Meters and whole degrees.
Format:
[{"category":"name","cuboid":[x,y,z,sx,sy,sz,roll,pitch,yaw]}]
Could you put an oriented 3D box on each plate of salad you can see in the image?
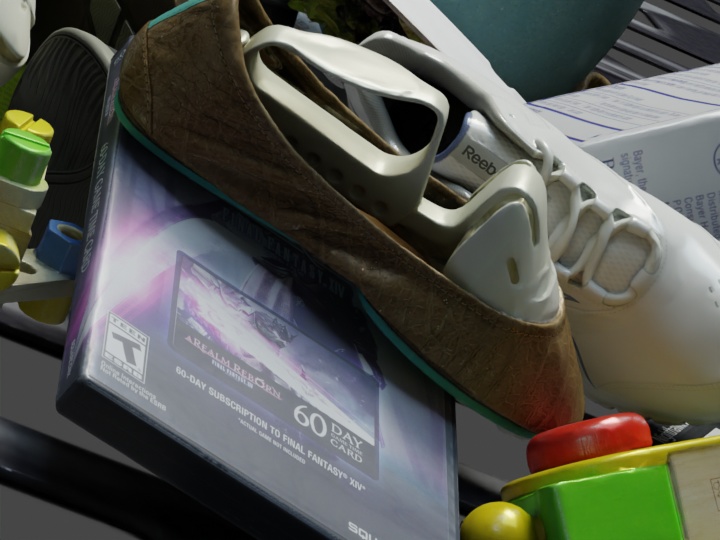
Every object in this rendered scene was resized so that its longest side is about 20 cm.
[{"category":"plate of salad","cuboid":[0.029,-0.091,1.319,0.200,0.048,0.200,46,1,-1]}]

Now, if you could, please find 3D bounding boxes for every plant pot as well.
[{"category":"plant pot","cuboid":[0.053,-0.148,1.483,0.199,0.135,0.200,16,6,-2]}]

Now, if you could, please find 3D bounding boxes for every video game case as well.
[{"category":"video game case","cuboid":[-0.028,0.017,0.911,0.143,0.019,0.200,34,29,-21]}]

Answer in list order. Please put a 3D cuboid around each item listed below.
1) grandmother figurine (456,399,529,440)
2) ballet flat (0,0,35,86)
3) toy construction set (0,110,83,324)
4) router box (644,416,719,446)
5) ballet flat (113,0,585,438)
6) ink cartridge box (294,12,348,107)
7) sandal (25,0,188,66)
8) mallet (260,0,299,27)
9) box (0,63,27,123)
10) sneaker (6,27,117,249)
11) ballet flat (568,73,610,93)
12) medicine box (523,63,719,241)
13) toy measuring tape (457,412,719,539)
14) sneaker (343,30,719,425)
[{"category":"grandmother figurine","cuboid":[0.000,0.000,1.117,0.200,0.061,0.121,33,44,17]},{"category":"ballet flat","cuboid":[-0.168,-0.090,1.056,0.071,0.069,0.200,47,44,5]},{"category":"toy construction set","cuboid":[-0.153,-0.016,0.863,0.131,0.092,0.200,26,4,1]},{"category":"router box","cuboid":[0.178,0.097,1.069,0.149,0.051,0.200,28,15,15]},{"category":"ballet flat","cuboid":[0.013,-0.024,0.926,0.200,0.072,0.068,40,29,-10]},{"category":"ink cartridge box","cuboid":[-0.080,-0.144,1.537,0.200,0.057,0.163,47,16,2]},{"category":"sandal","cuboid":[-0.108,-0.127,1.144,0.054,0.082,0.200,16,30,-43]},{"category":"mallet","cuboid":[-0.072,-0.096,1.301,0.041,0.066,0.200,28,15,4]},{"category":"box","cuboid":[-0.126,-0.137,1.220,0.122,0.048,0.200,29,42,6]},{"category":"sneaker","cuboid":[-0.056,-0.010,1.039,0.106,0.075,0.200,17,26,-41]},{"category":"ballet flat","cuboid":[0.164,-0.047,1.477,0.068,0.073,0.200,15,18,-41]},{"category":"medicine box","cuboid":[0.167,-0.029,1.155,0.199,0.103,0.182,-11,8,-7]},{"category":"toy measuring tape","cuboid":[0.111,0.079,0.946,0.199,0.074,0.074,-7,31,-33]},{"category":"sneaker","cuboid":[0.064,-0.014,1.002,0.200,0.075,0.087,35,-2,23]}]
